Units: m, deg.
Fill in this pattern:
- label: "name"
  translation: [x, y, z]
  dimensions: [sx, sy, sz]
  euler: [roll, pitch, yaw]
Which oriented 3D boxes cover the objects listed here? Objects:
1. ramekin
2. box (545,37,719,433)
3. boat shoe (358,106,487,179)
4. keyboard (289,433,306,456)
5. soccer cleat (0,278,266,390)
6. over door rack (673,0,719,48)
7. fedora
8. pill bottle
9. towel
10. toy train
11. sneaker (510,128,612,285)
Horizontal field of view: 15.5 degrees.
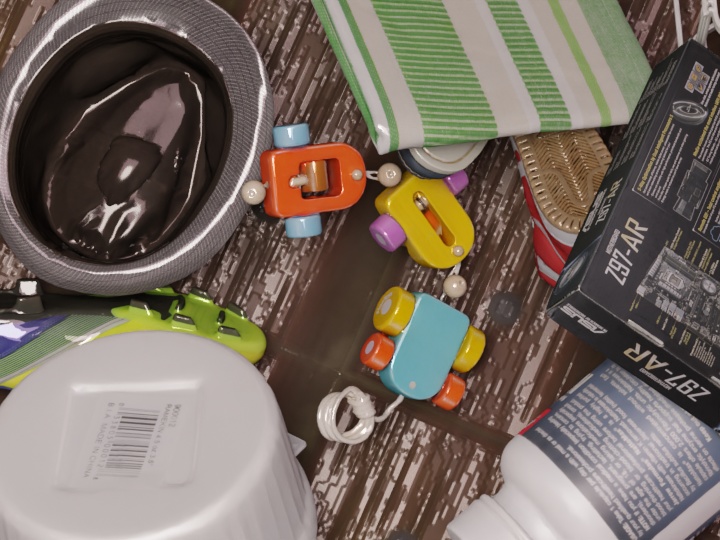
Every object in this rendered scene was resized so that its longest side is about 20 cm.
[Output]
- label: "ramekin"
  translation: [-0.130, 0.128, 1.570]
  dimensions: [0.200, 0.098, 0.201]
  euler: [-5, 43, 5]
- label: "box"
  translation: [0.216, -0.015, 1.573]
  dimensions: [0.160, 0.044, 0.200]
  euler: [33, 59, -12]
- label: "boat shoe"
  translation: [0.041, -0.131, 1.656]
  dimensions: [0.075, 0.062, 0.201]
  euler: [24, 48, -29]
- label: "keyboard"
  translation: [-0.117, 0.157, 1.618]
  dimensions: [0.056, 0.011, 0.200]
  euler: [28, 54, 30]
- label: "soccer cleat"
  translation: [-0.160, 0.052, 1.668]
  dimensions: [0.199, 0.065, 0.084]
  euler: [3, 110, -5]
- label: "over door rack"
  translation: [0.216, -0.215, 1.655]
  dimensions: [0.066, 0.148, 0.201]
  euler: [-14, 74, -4]
- label: "fedora"
  translation: [-0.144, -0.079, 1.665]
  dimensions: [0.176, 0.090, 0.201]
  euler: [22, 87, 4]
- label: "pill bottle"
  translation: [0.156, 0.128, 1.623]
  dimensions: [0.200, 0.120, 0.120]
  euler: [-39, 83, -7]
- label: "towel"
  translation: [0.075, -0.142, 1.617]
  dimensions: [0.199, 0.023, 0.153]
  euler: [-8, 59, -26]
- label: "toy train"
  translation: [0.000, 0.000, 1.644]
  dimensions: [0.150, 0.056, 0.201]
  euler: [-14, 99, -22]
- label: "sneaker"
  translation: [0.130, -0.070, 1.684]
  dimensions: [0.071, 0.113, 0.201]
  euler: [-13, 52, 4]
